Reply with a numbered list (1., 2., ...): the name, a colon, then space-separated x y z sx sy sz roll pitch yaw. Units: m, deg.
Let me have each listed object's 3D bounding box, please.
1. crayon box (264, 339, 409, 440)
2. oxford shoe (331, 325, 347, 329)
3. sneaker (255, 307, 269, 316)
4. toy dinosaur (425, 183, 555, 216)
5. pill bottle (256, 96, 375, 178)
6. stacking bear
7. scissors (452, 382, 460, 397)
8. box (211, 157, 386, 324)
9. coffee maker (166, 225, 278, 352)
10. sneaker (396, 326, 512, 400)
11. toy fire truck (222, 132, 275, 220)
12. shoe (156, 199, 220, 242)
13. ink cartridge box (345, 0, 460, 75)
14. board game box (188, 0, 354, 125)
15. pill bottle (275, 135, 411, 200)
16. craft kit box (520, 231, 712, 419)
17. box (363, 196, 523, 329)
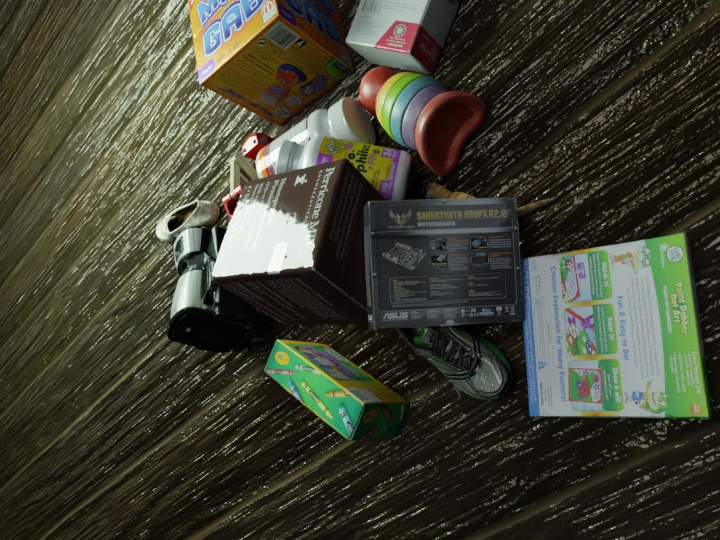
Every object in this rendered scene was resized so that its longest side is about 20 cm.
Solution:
1. crayon box: -0.038 0.176 0.874 0.199 0.118 0.059 28 98 38
2. oxford shoe: 0.000 0.000 0.923 0.201 0.072 0.071 -55 20 -2
3. sneaker: -0.114 -0.013 1.011 0.200 0.075 0.116 -38 51 16
4. toy dinosaur: 0.156 -0.080 0.813 0.198 0.060 0.108 22 93 38
5. pill bottle: -0.077 -0.205 0.985 0.198 0.109 0.111 -26 66 31
6. stacking bear: 0.072 -0.252 0.886 0.200 0.113 0.123 43 107 40
7. scissors: 0.105 0.087 0.849 0.072 0.014 0.204 -13 76 27
8. box: -0.069 -0.030 0.815 0.197 0.164 0.168 -5 60 37
9. coffee maker: -0.256 0.039 1.057 0.133 0.192 0.202 -27 48 23
10. sneaker: 0.115 0.108 0.783 0.199 0.085 0.079 32 97 29
11. toy fire truck: -0.194 -0.173 1.049 0.048 0.140 0.203 -29 65 29
12. shoe: -0.385 -0.111 1.240 0.198 0.053 0.071 -16 71 34
13. ink cartridge box: 0.082 -0.437 0.926 0.144 0.083 0.203 27 97 38
14. board game box: -0.163 -0.428 1.038 0.198 0.199 0.203 -26 66 30
15. pill bottle: -0.026 -0.145 0.880 0.196 0.104 0.106 11 87 4
16. craft kit box: 0.294 0.071 0.687 0.195 0.048 0.204 -10 75 39
17. box: 0.105 -0.010 0.739 0.196 0.048 0.162 -3 87 -7
